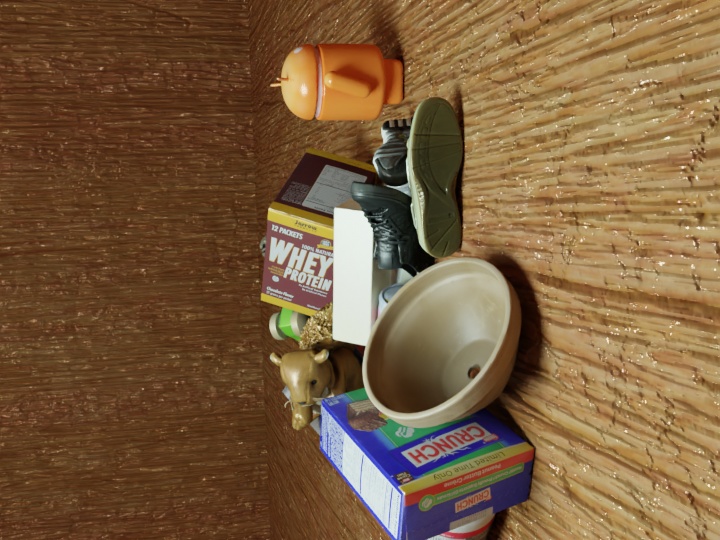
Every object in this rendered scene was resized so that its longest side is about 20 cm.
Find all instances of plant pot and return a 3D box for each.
[{"bbox_3d":[0.106,0.093,1.023,0.200,0.093,0.202,-30,39,28],"label":"plant pot"}]

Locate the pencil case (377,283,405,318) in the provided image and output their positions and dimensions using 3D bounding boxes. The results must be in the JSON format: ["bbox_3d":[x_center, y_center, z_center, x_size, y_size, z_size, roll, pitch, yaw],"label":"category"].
[{"bbox_3d":[0.060,0.121,1.335,0.091,0.082,0.202,-117,27,-60],"label":"pencil case"}]

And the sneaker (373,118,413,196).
[{"bbox_3d":[0.062,-0.131,1.289,0.201,0.074,0.117,-78,-15,-61],"label":"sneaker"}]

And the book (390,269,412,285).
[{"bbox_3d":[0.052,0.056,1.442,0.134,0.047,0.202,-115,27,-61],"label":"book"}]

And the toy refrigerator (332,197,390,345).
[{"bbox_3d":[0.000,0.000,1.345,0.076,0.069,0.203,-37,-49,-60],"label":"toy refrigerator"}]

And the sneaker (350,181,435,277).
[{"bbox_3d":[0.045,-0.048,1.223,0.059,0.199,0.106,13,89,35],"label":"sneaker"}]

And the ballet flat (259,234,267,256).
[{"bbox_3d":[-0.143,-0.011,1.716,0.200,0.046,0.068,60,-151,-60],"label":"ballet flat"}]

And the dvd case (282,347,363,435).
[{"bbox_3d":[-0.030,0.210,1.529,0.200,0.016,0.149,43,102,33],"label":"dvd case"}]

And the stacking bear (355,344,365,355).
[{"bbox_3d":[-0.001,0.208,1.584,0.121,0.112,0.203,178,93,-77],"label":"stacking bear"}]

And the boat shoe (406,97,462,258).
[{"bbox_3d":[0.092,-0.120,1.180,0.063,0.072,0.203,-145,46,-69],"label":"boat shoe"}]

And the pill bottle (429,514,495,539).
[{"bbox_3d":[0.101,0.326,1.142,0.111,0.109,0.202,-107,19,-46],"label":"pill bottle"}]

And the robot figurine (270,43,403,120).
[{"bbox_3d":[-0.035,-0.288,1.400,0.117,0.197,0.145,101,161,-47],"label":"robot figurine"}]

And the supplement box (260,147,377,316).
[{"bbox_3d":[-0.069,-0.063,1.568,0.201,0.131,0.199,-64,-13,-50],"label":"supplement box"}]

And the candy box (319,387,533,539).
[{"bbox_3d":[0.069,0.203,1.038,0.200,0.167,0.078,39,134,53],"label":"candy box"}]

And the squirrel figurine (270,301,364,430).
[{"bbox_3d":[-0.069,0.144,1.442,0.187,0.140,0.203,44,-132,-60],"label":"squirrel figurine"}]

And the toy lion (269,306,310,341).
[{"bbox_3d":[-0.066,0.090,1.675,0.201,0.068,0.193,53,-140,-35],"label":"toy lion"}]
